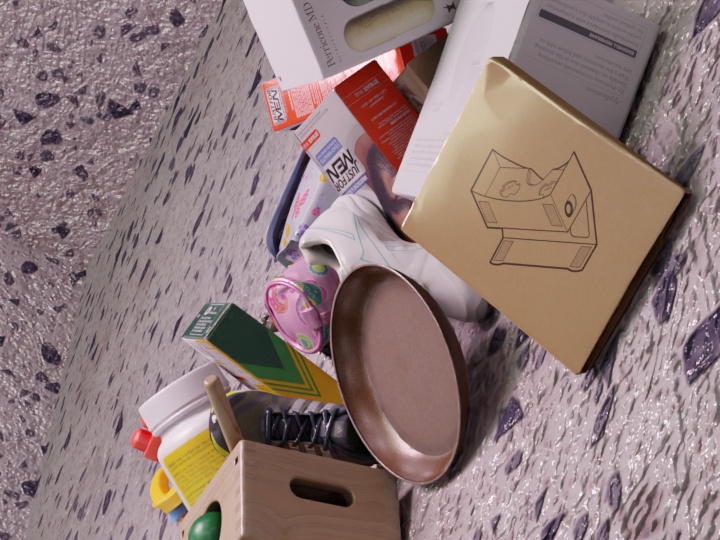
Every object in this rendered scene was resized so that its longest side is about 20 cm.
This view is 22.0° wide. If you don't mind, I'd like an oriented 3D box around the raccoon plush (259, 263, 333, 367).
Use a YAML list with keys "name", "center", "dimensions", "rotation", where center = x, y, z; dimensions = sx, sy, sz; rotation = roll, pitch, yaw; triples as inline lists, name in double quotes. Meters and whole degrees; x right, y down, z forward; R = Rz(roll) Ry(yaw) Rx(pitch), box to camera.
- name: "raccoon plush"
  center: [-0.052, 0.057, 1.964]
  dimensions: [0.200, 0.133, 0.097]
  rotation: [-28, 43, 68]

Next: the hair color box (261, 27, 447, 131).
- name: "hair color box"
  center: [-0.002, -0.212, 2.061]
  dimensions: [0.199, 0.101, 0.062]
  rotation: [-16, 87, 39]

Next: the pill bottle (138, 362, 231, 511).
- name: "pill bottle"
  center: [-0.138, 0.204, 1.913]
  dimensions: [0.114, 0.201, 0.114]
  rotation: [-32, -6, -4]

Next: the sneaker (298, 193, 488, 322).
- name: "sneaker"
  center: [0.028, 0.004, 1.694]
  dimensions: [0.080, 0.200, 0.071]
  rotation: [-37, -39, -33]

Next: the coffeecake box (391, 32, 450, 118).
- name: "coffeecake box"
  center: [0.077, -0.165, 1.806]
  dimensions: [0.153, 0.073, 0.200]
  rotation: [-39, -2, -32]

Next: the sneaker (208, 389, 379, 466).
- name: "sneaker"
  center: [-0.049, 0.147, 1.738]
  dimensions: [0.081, 0.199, 0.074]
  rotation: [-20, 67, 55]

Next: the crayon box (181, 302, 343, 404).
- name: "crayon box"
  center: [-0.082, 0.110, 1.913]
  dimensions: [0.052, 0.200, 0.126]
  rotation: [-54, 13, -11]

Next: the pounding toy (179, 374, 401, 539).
- name: "pounding toy"
  center: [-0.080, 0.220, 1.678]
  dimensions: [0.184, 0.199, 0.143]
  rotation: [126, 150, -43]

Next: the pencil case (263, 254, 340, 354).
- name: "pencil case"
  center: [0.000, 0.000, 1.795]
  dimensions: [0.200, 0.088, 0.087]
  rotation: [-33, -7, -34]

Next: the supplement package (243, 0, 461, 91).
- name: "supplement package"
  center: [0.003, -0.277, 1.720]
  dimensions: [0.199, 0.153, 0.151]
  rotation: [-26, 9, -15]

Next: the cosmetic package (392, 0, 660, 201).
- name: "cosmetic package"
  center: [0.136, -0.134, 1.584]
  dimensions: [0.201, 0.122, 0.199]
  rotation: [-68, 15, 0]

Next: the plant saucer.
- name: "plant saucer"
  center: [0.039, 0.088, 1.634]
  dimensions: [0.200, 0.032, 0.201]
  rotation: [31, 129, 48]

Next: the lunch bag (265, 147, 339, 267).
- name: "lunch bag"
  center: [-0.024, -0.075, 2.076]
  dimensions: [0.200, 0.127, 0.170]
  rotation: [148, 145, -78]

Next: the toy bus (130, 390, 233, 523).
- name: "toy bus"
  center: [-0.169, 0.225, 2.047]
  dimensions: [0.136, 0.191, 0.201]
  rotation: [-113, 45, -67]

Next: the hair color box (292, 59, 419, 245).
- name: "hair color box"
  center: [0.034, -0.084, 1.734]
  dimensions: [0.064, 0.200, 0.111]
  rotation: [-38, -1, -30]

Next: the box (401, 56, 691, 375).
- name: "box"
  center: [0.137, -0.045, 1.413]
  dimensions: [0.200, 0.021, 0.164]
  rotation: [40, 115, 30]
